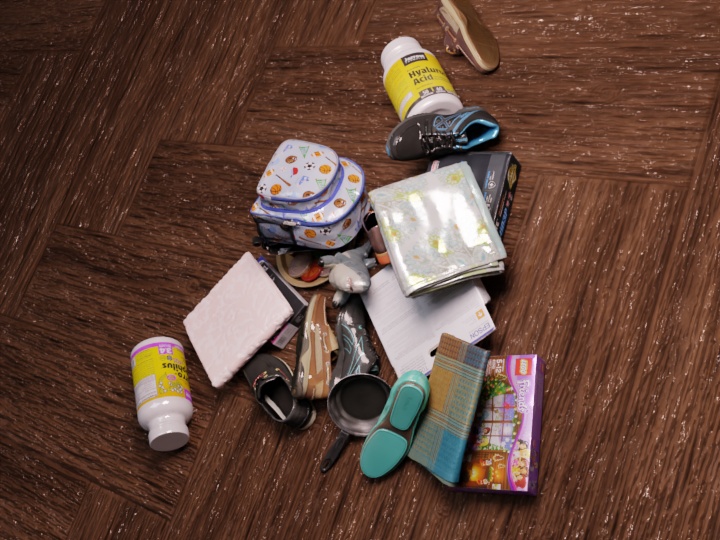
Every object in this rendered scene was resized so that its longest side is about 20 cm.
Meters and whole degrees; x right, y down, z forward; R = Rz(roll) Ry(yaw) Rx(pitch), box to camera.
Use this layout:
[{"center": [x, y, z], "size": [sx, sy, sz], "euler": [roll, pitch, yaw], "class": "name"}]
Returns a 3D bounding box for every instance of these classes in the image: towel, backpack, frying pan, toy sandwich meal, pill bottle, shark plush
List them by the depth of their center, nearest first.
[{"center": [0.132, 0.202, 1.287], "size": [0.146, 0.022, 0.202], "euler": [20, 95, 67], "class": "towel"}, {"center": [0.120, -0.064, 1.355], "size": [0.170, 0.048, 0.202], "euler": [-16, 65, -6], "class": "towel"}, {"center": [0.000, 0.248, 1.409], "size": [0.114, 0.192, 0.031], "euler": [8, 23, 1], "class": "frying pan"}, {"center": [0.000, 0.000, 1.481], "size": [0.083, 0.200, 0.092], "euler": [-12, 98, 19], "class": "shark plush"}, {"center": [-0.081, -0.130, 1.515], "size": [0.189, 0.155, 0.201], "euler": [15, 62, 14], "class": "backpack"}, {"center": [0.105, -0.333, 1.585], "size": [0.111, 0.111, 0.201], "euler": [-34, 52, 16], "class": "pill bottle"}, {"center": [-0.232, 0.090, 1.614], "size": [0.200, 0.032, 0.191], "euler": [-46, 47, 8], "class": "towel"}, {"center": [-0.095, -0.069, 1.617], "size": [0.204, 0.070, 0.207], "euler": [-16, 59, 28], "class": "toy sandwich meal"}, {"center": [-0.373, 0.234, 1.637], "size": [0.104, 0.104, 0.201], "euler": [-31, 54, 18], "class": "pill bottle"}]

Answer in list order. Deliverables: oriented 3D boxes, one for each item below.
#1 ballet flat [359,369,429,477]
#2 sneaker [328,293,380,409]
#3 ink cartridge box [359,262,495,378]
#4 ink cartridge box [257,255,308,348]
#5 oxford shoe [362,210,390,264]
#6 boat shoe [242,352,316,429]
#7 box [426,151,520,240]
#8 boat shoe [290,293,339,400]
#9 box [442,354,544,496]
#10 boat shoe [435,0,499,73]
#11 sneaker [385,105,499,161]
[{"center": [0.059, 0.236, 1.351], "size": [0.067, 0.070, 0.201], "euler": [27, 118, 6], "class": "ballet flat"}, {"center": [-0.001, 0.137, 1.459], "size": [0.078, 0.075, 0.202], "euler": [-1, 75, 22], "class": "sneaker"}, {"center": [0.110, 0.061, 1.403], "size": [0.199, 0.040, 0.201], "euler": [-37, 63, 26], "class": "ink cartridge box"}, {"center": [-0.175, 0.052, 1.638], "size": [0.095, 0.037, 0.200], "euler": [-51, 47, 4], "class": "ink cartridge box"}, {"center": [0.039, -0.079, 1.482], "size": [0.071, 0.073, 0.200], "euler": [-29, 19, 5], "class": "oxford shoe"}, {"center": [-0.155, 0.203, 1.530], "size": [0.074, 0.063, 0.201], "euler": [-54, 48, 6], "class": "boat shoe"}, {"center": [0.172, -0.102, 1.465], "size": [0.158, 0.046, 0.202], "euler": [5, 71, 36], "class": "box"}, {"center": [-0.073, 0.137, 1.503], "size": [0.076, 0.073, 0.202], "euler": [116, 164, -54], "class": "boat shoe"}, {"center": [0.198, 0.227, 1.286], "size": [0.136, 0.039, 0.202], "euler": [-6, 64, 32], "class": "box"}, {"center": [0.192, -0.432, 1.614], "size": [0.072, 0.072, 0.201], "euler": [-52, 53, 42], "class": "boat shoe"}, {"center": [0.140, -0.233, 1.477], "size": [0.198, 0.074, 0.082], "euler": [-19, 27, -8], "class": "sneaker"}]
